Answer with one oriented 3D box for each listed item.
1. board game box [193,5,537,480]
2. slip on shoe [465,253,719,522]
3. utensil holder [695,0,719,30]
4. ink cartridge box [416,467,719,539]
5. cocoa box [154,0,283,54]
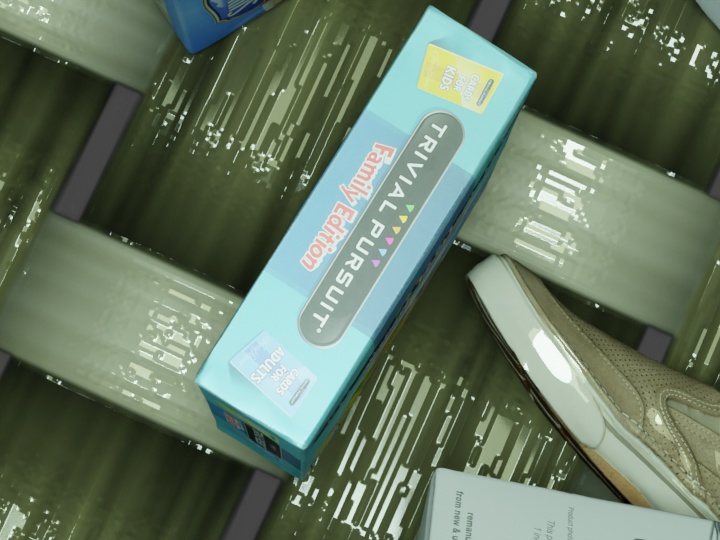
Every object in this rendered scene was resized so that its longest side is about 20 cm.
[{"bbox_3d":[0.000,0.000,0.786,0.047,0.200,0.152,31,82,3],"label":"board game box"},{"bbox_3d":[0.122,0.066,0.842,0.060,0.076,0.200,-39,87,-1],"label":"slip on shoe"},{"bbox_3d":[0.245,-0.164,0.836,0.170,0.170,0.200,40,85,4],"label":"utensil holder"},{"bbox_3d":[0.110,0.171,0.787,0.198,0.146,0.085,11,37,-1],"label":"ink cartridge box"},{"bbox_3d":[-0.072,-0.216,0.849,0.131,0.133,0.201,-32,83,-5],"label":"cocoa box"}]
